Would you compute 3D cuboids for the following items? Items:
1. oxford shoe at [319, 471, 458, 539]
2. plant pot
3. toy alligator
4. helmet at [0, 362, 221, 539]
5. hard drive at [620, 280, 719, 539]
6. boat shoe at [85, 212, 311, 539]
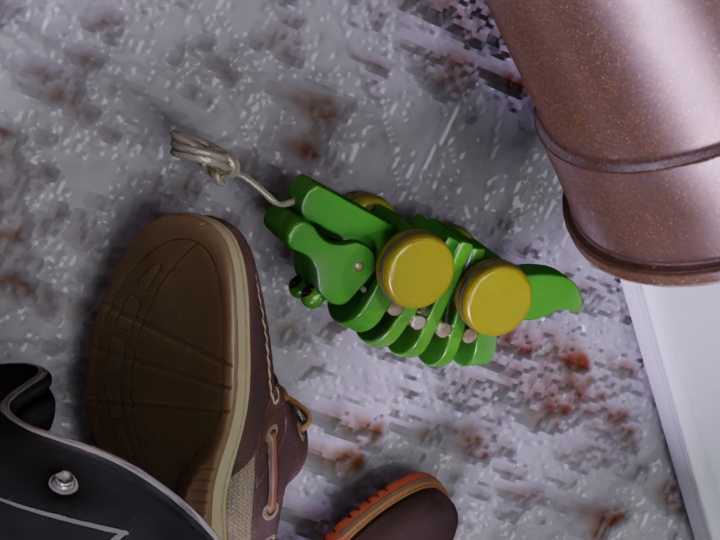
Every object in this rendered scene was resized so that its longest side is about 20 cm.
[{"bbox_3d":[-0.007,0.174,1.104,0.200,0.072,0.071,-57,148,-18],"label":"oxford shoe"},{"bbox_3d":[0.120,-0.133,1.008,0.200,0.200,0.198,-39,117,-9],"label":"plant pot"},{"bbox_3d":[0.000,0.000,1.071,0.200,0.059,0.054,19,99,-31],"label":"toy alligator"},{"bbox_3d":[-0.137,0.138,0.963,0.200,0.191,0.200,-4,109,-13],"label":"helmet"},{"bbox_3d":[0.186,0.023,1.194,0.132,0.027,0.200,-27,118,-16],"label":"hard drive"},{"bbox_3d":[-0.058,0.067,1.071,0.072,0.072,0.200,-26,123,-51],"label":"boat shoe"}]
